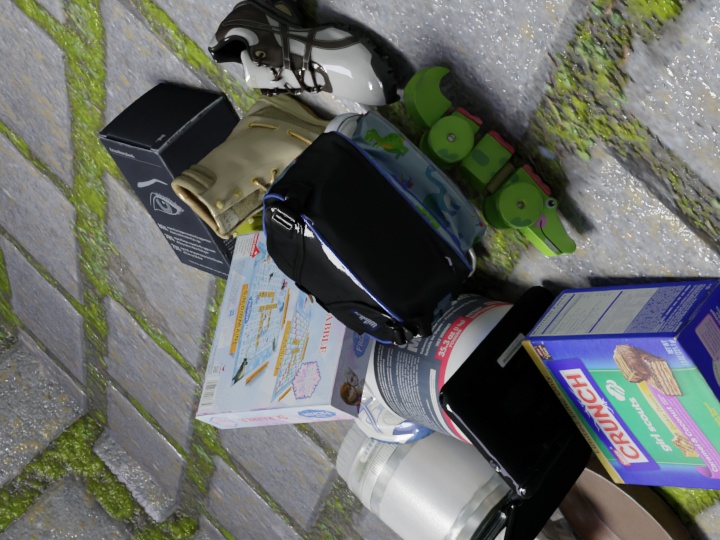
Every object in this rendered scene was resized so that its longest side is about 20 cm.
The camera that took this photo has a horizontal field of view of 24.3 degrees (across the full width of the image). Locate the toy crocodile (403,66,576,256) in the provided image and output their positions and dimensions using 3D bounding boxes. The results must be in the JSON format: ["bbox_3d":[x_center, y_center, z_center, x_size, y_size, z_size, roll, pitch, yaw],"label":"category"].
[{"bbox_3d":[0.109,-0.088,1.410,0.200,0.062,0.068,45,174,-1],"label":"toy crocodile"}]

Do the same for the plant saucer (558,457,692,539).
[{"bbox_3d":[0.280,0.264,1.744,0.200,0.034,0.201,40,160,18],"label":"plant saucer"}]

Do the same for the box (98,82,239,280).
[{"bbox_3d":[-0.181,-0.099,1.892,0.148,0.104,0.201,20,146,52],"label":"box"}]

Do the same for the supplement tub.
[{"bbox_3d":[0.092,0.090,1.643,0.200,0.140,0.141,15,143,54],"label":"supplement tub"}]

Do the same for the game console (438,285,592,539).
[{"bbox_3d":[0.145,0.145,1.517,0.176,0.200,0.116,48,134,-2],"label":"game console"}]

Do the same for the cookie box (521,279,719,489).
[{"bbox_3d":[0.256,0.099,1.403,0.172,0.075,0.200,54,153,-17],"label":"cookie box"}]

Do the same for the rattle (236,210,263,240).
[{"bbox_3d":[-0.031,-0.028,1.812,0.200,0.143,0.130,47,-162,-23],"label":"rattle"}]

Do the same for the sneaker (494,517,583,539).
[{"bbox_3d":[0.201,0.322,1.845,0.200,0.099,0.078,32,-156,-43],"label":"sneaker"}]

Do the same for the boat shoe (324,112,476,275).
[{"bbox_3d":[0.046,-0.064,1.550,0.086,0.075,0.202,14,145,56],"label":"boat shoe"}]

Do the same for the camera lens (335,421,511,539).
[{"bbox_3d":[0.092,0.235,1.882,0.200,0.160,0.160,38,158,23],"label":"camera lens"}]

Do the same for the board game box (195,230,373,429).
[{"bbox_3d":[-0.064,0.050,1.632,0.199,0.201,0.041,-9,152,45],"label":"board game box"}]

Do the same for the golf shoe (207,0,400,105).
[{"bbox_3d":[-0.052,-0.182,1.503,0.199,0.094,0.078,30,153,35],"label":"golf shoe"}]

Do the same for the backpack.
[{"bbox_3d":[0.012,-0.030,1.438,0.183,0.147,0.200,44,167,1],"label":"backpack"}]

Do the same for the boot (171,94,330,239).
[{"bbox_3d":[-0.076,-0.085,1.635,0.200,0.155,0.073,33,156,32],"label":"boot"}]

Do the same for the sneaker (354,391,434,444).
[{"bbox_3d":[0.005,0.121,1.813,0.199,0.075,0.088,20,141,41],"label":"sneaker"}]
